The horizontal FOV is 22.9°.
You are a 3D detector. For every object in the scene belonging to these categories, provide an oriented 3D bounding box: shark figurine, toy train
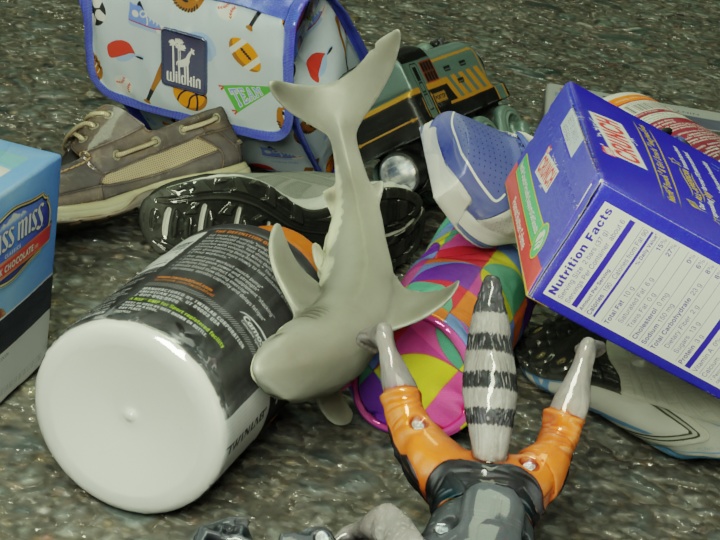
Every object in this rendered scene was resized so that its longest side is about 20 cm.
[{"bbox_3d":[0.008,-0.008,0.926,0.089,0.128,0.215,-9,52,24],"label":"shark figurine"},{"bbox_3d":[0.055,-0.110,1.292,0.085,0.114,0.200,-23,4,29],"label":"toy train"}]

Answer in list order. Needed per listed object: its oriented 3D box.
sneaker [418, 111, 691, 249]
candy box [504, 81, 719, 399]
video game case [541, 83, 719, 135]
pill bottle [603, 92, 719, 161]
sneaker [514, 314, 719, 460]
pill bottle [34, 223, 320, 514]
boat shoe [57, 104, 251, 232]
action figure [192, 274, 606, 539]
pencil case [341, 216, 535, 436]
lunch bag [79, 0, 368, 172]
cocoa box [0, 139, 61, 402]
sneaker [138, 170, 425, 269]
[{"bbox_3d":[0.132,-0.053,1.052,0.199,0.115,0.081,30,36,-41],"label":"sneaker"},{"bbox_3d":[0.179,-0.001,0.913,0.200,0.077,0.169,29,20,-9],"label":"candy box"},{"bbox_3d":[0.241,-0.105,1.487,0.182,0.023,0.200,10,24,2],"label":"video game case"},{"bbox_3d":[0.230,-0.041,1.232,0.109,0.110,0.200,-6,28,-31],"label":"pill bottle"},{"bbox_3d":[0.168,0.072,1.028,0.072,0.073,0.200,-39,34,-27],"label":"sneaker"},{"bbox_3d":[-0.080,0.039,0.943,0.106,0.106,0.200,16,25,15],"label":"pill bottle"},{"bbox_3d":[-0.166,-0.069,1.165,0.200,0.073,0.074,-12,0,-38],"label":"boat shoe"},{"bbox_3d":[0.025,0.105,0.794,0.200,0.105,0.194,10,57,-8],"label":"action figure"},{"bbox_3d":[0.052,0.026,1.053,0.088,0.089,0.200,16,23,14],"label":"pencil case"},{"bbox_3d":[-0.095,-0.152,1.264,0.170,0.124,0.200,17,-17,16],"label":"lunch bag"},{"bbox_3d":[-0.278,-0.008,0.945,0.200,0.131,0.133,15,24,12],"label":"cocoa box"},{"bbox_3d":[-0.057,-0.031,1.167,0.200,0.074,0.079,0,15,-34],"label":"sneaker"}]
